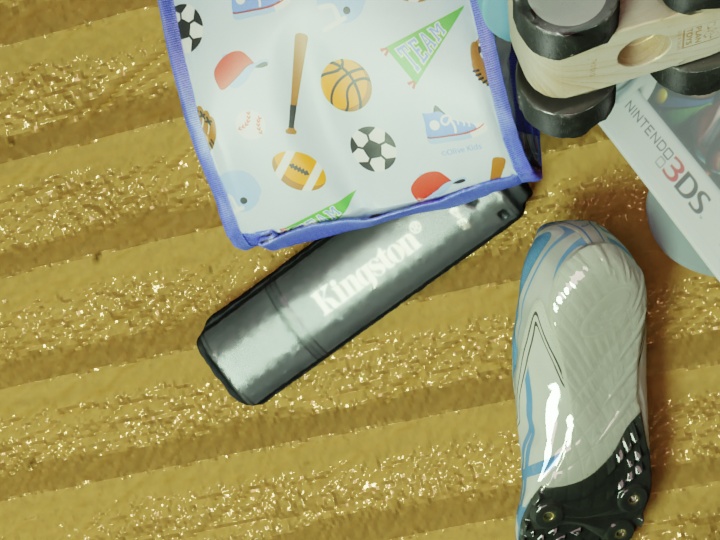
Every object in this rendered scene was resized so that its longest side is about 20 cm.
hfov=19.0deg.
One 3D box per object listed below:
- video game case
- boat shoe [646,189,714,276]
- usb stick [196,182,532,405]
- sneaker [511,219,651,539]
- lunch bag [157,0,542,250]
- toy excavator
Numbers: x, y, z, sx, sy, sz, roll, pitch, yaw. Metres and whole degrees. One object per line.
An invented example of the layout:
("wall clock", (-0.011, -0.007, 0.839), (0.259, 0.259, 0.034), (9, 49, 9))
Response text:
("video game case", (0.204, -0.111, 1.013), (0.200, 0.023, 0.182), (-47, 42, 16))
("boat shoe", (0.240, -0.047, 1.048), (0.200, 0.091, 0.071), (-15, 92, 45))
("usb stick", (0.000, 0.000, 1.139), (0.200, 0.033, 0.056), (-36, 85, 17))
("sneaker", (0.110, 0.070, 1.106), (0.071, 0.073, 0.201), (-1, 110, -11))
("lunch bag", (-0.006, -0.122, 1.081), (0.169, 0.124, 0.201), (-14, 85, 16))
("toy excavator", (0.135, -0.189, 1.005), (0.193, 0.100, 0.201), (-17, 67, -1))
